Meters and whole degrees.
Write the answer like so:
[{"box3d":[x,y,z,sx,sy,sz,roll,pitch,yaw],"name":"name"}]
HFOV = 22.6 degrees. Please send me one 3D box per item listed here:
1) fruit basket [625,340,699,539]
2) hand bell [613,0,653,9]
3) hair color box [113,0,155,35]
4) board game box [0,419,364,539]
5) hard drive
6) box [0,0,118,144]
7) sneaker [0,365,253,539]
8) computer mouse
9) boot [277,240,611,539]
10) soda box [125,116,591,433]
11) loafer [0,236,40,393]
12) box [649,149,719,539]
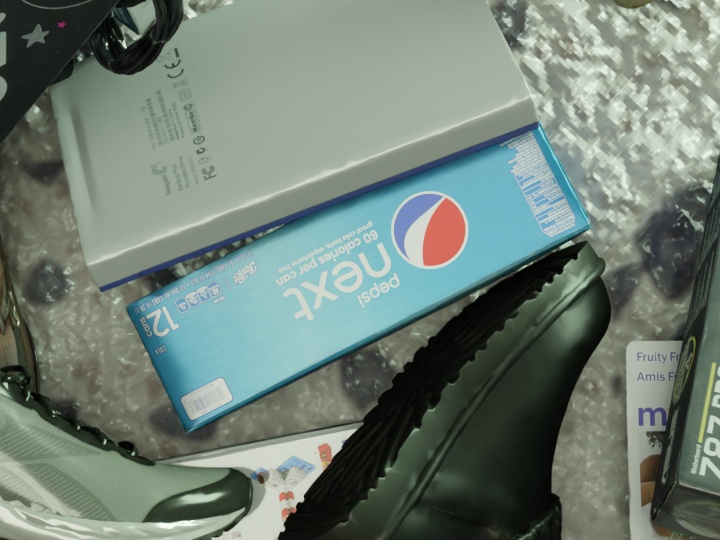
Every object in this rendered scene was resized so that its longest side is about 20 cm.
[{"box3d":[0.211,0.128,0.788,0.184,0.094,0.201,1,84,2],"name":"fruit basket"},{"box3d":[0.059,-0.205,0.772,0.200,0.104,0.104,26,88,-18],"name":"hand bell"},{"box3d":[-0.065,-0.210,0.804,0.060,0.100,0.200,37,84,4],"name":"hair color box"},{"box3d":[-0.071,0.146,0.822,0.199,0.035,0.127,-10,87,2],"name":"board game box"},{"box3d":[-0.035,-0.076,0.802,0.199,0.025,0.132,-21,47,1],"name":"hard drive"},{"box3d":[-0.181,-0.128,0.702,0.200,0.115,0.132,-43,55,31],"name":"box"},{"box3d":[-0.139,0.077,0.756,0.199,0.074,0.080,10,86,-17],"name":"sneaker"},{"box3d":[-0.125,-0.109,0.776,0.034,0.200,0.059,-29,108,-32],"name":"computer mouse"},{"box3d":[0.075,0.106,0.795,0.158,0.079,0.211,48,66,-13],"name":"boot"},{"box3d":[0.000,0.000,0.812,0.199,0.068,0.064,-26,87,0],"name":"soda box"},{"box3d":[-0.188,0.003,0.806,0.072,0.063,0.201,-9,77,-3],"name":"loafer"},{"box3d":[0.221,0.035,0.771,0.161,0.049,0.201,16,59,1],"name":"box"}]
